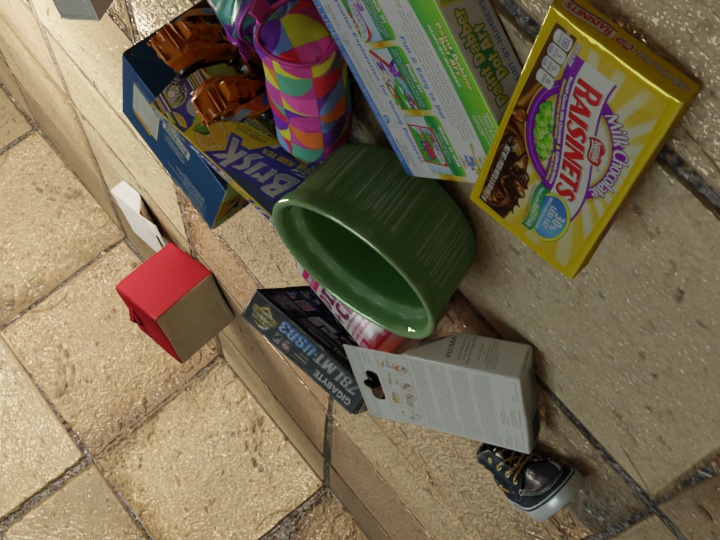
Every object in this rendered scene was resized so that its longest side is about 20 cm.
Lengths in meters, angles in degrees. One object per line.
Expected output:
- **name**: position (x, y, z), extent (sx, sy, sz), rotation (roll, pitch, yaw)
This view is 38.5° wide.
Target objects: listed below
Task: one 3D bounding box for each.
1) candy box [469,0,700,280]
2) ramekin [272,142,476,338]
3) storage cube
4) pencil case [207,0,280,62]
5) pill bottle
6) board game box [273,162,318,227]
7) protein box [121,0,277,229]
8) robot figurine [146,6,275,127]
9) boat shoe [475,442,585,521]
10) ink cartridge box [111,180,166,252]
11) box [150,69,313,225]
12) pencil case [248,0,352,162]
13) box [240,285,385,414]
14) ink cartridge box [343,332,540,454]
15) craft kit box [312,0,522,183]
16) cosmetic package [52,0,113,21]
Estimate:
- **candy box**: position (0.141, -0.082, 0.690), extent (0.102, 0.026, 0.200), rotation (39, 150, 14)
- **ramekin**: position (0.019, -0.033, 1.024), extent (0.199, 0.098, 0.200), rotation (34, 161, 14)
- **storage cube**: position (-0.435, 0.078, 2.424), extent (0.179, 0.200, 0.172), rotation (31, 153, 39)
- **pencil case**: position (-0.142, -0.297, 0.987), extent (0.200, 0.092, 0.085), rotation (46, 180, 20)
- **pill bottle**: position (0.000, 0.000, 1.178), extent (0.200, 0.113, 0.113), rotation (49, 164, 13)
- **board game box**: position (-0.058, -0.057, 1.347), extent (0.135, 0.045, 0.200), rotation (54, 164, -4)
- **protein box**: position (-0.180, -0.185, 1.257), extent (0.199, 0.135, 0.200), rotation (52, 164, 0)
- **robot figurine**: position (-0.129, -0.210, 1.052), extent (0.146, 0.058, 0.200), rotation (56, -154, -3)
- **boat shoe**: position (0.191, 0.236, 1.213), extent (0.091, 0.071, 0.200), rotation (48, 166, 2)
- **ink cartridge box**: position (-0.519, -0.114, 2.538), extent (0.200, 0.047, 0.161), rotation (35, 156, 34)
- **box**: position (-0.129, -0.130, 1.113), extent (0.200, 0.070, 0.064), rotation (43, 176, -1)
- **pencil case**: position (-0.052, -0.181, 0.980), extent (0.088, 0.088, 0.200), rotation (47, 167, 18)
- **box**: position (-0.023, 0.093, 1.320), extent (0.200, 0.050, 0.198), rotation (38, -163, 21)
- **ink cartridge box**: position (0.095, 0.125, 1.137), extent (0.199, 0.057, 0.163), rotation (14, 147, 23)
- **craft kit box**: position (0.052, -0.163, 0.821), extent (0.201, 0.048, 0.197), rotation (60, 165, -22)
- **cosmetic package**: position (-0.251, -0.345, 1.021), extent (0.050, 0.201, 0.083), rotation (8, 144, 18)
